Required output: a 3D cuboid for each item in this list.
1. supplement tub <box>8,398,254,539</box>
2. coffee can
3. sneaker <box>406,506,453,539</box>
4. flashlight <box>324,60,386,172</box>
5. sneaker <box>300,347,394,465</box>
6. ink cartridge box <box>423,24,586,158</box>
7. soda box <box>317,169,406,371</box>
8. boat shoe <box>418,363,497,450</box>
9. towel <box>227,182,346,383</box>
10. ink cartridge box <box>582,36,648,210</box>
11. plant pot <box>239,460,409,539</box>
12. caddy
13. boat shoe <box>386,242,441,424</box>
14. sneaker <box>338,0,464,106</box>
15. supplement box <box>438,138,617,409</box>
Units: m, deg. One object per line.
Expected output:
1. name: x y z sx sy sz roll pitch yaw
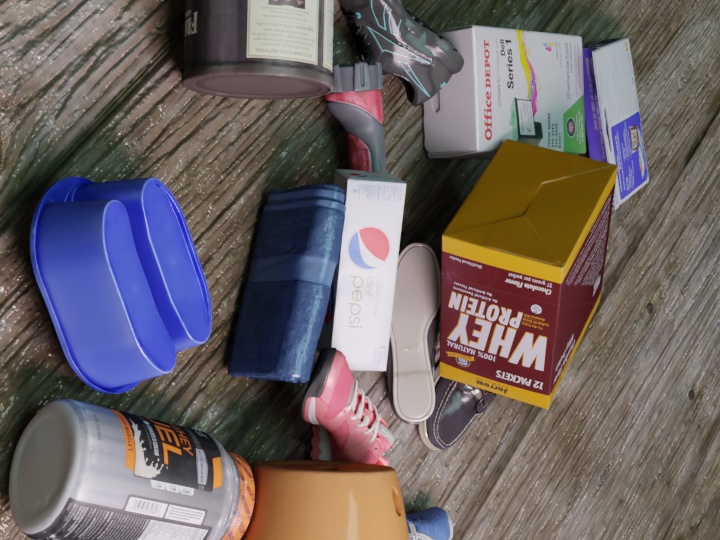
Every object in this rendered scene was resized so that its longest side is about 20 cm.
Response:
1. supplement tub: -0.200 0.193 1.120 0.199 0.122 0.123 21 76 -41
2. coffee can: -0.095 -0.274 1.196 0.146 0.146 0.201 3 88 -42
3. sneaker: 0.027 0.292 1.354 0.199 0.075 0.078 -16 105 -42
4. flashlight: -0.005 -0.121 1.337 0.068 0.067 0.201 -13 104 -54
5. sneaker: -0.007 0.148 1.265 0.201 0.086 0.074 85 19 -49
6. ink cartridge box: 0.172 -0.207 1.477 0.199 0.084 0.146 -4 93 -42
7. soda box: 0.000 0.000 1.296 0.063 0.068 0.201 4 102 -14
8. boat shoe: 0.136 0.123 1.459 0.200 0.065 0.072 -54 124 -27
9. towel: -0.068 0.014 1.244 0.048 0.111 0.201 22 75 -39
10. ink cartridge box: 0.315 -0.189 1.590 0.200 0.043 0.199 -31 113 -63
11. plant pot: -0.036 0.256 1.194 0.199 0.200 0.141 5 85 -42
12. caddy: -0.219 0.011 1.118 0.141 0.104 0.201 -43 120 -60
13. boat shoe: 0.055 0.071 1.403 0.066 0.057 0.201 2 84 -6
14. sneaker: 0.022 -0.259 1.349 0.200 0.075 0.079 38 98 -19
15. supplement box: 0.184 0.002 1.381 0.197 0.132 0.201 -54 152 -44
